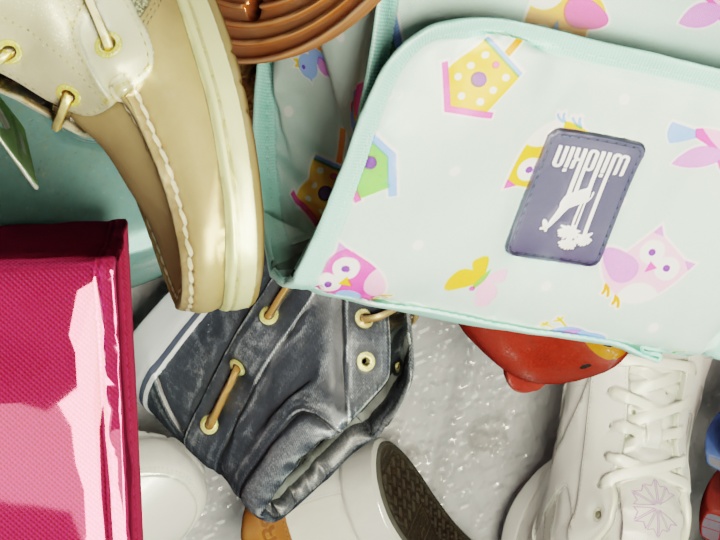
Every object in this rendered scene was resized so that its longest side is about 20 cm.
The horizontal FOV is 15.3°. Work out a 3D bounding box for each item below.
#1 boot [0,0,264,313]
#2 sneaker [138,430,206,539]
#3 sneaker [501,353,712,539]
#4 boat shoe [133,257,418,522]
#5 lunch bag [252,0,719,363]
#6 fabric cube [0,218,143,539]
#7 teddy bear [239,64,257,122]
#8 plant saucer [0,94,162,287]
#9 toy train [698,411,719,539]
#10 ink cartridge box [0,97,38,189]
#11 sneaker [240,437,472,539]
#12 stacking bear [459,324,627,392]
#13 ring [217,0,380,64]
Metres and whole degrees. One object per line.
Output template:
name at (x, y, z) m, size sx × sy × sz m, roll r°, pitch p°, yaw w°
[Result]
boot at (-0.122, -0.064, 0.785) m, size 0.154 × 0.072 × 0.201 m, roll -18°, pitch 82°, yaw -18°
sneaker at (-0.136, 0.145, 1.052) m, size 0.200 × 0.099 × 0.078 m, roll -37°, pitch 127°, yaw 0°
sneaker at (0.119, 0.071, 1.116) m, size 0.075 × 0.100 × 0.201 m, roll 5°, pitch 110°, yaw -20°
boat shoe at (0.000, 0.000, 1.030) m, size 0.200 × 0.091 × 0.071 m, roll -50°, pitch 159°, yaw 13°
lunch bag at (0.059, -0.077, 0.863) m, size 0.170 × 0.122 × 0.201 m, roll 9°, pitch 83°, yaw -24°
fabric cube at (-0.173, 0.088, 0.898) m, size 0.198 × 0.200 × 0.197 m, roll -2°, pitch 94°, yaw -4°
teddy bear at (-0.013, -0.072, 0.936) m, size 0.199 × 0.067 × 0.146 m, roll 16°, pitch 89°, yaw -31°
plant saucer at (-0.100, -0.072, 0.997) m, size 0.199 × 0.036 × 0.201 m, roll -9°, pitch 118°, yaw -17°
toy train at (0.167, 0.104, 1.143) m, size 0.200 × 0.046 × 0.034 m, roll 85°, pitch 28°, yaw -58°
ink cartridge box at (-0.145, -0.131, 0.882) m, size 0.059 × 0.104 × 0.200 m, roll -36°, pitch 107°, yaw -1°
sneaker at (0.014, 0.150, 1.145) m, size 0.084 × 0.073 × 0.200 m, roll -19°, pitch 127°, yaw 18°
stacking bear at (0.116, -0.038, 1.039) m, size 0.200 × 0.114 × 0.122 m, roll -46°, pitch 135°, yaw -5°
ring at (-0.016, -0.161, 0.815) m, size 0.019 × 0.200 × 0.201 m, roll 9°, pitch 112°, yaw -38°
